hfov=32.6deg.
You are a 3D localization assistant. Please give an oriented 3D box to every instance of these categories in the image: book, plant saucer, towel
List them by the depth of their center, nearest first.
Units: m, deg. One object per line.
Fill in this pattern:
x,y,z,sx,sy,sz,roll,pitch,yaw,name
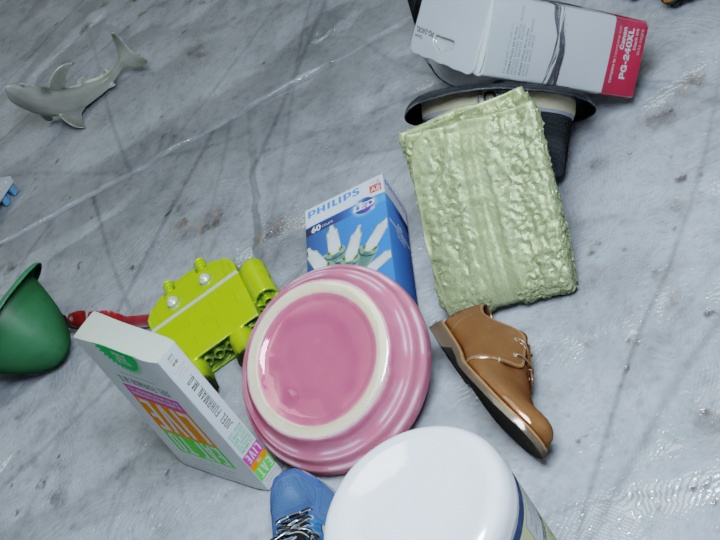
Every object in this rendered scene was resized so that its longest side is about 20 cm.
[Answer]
-0.031,0.088,1.162,0.198,0.051,0.204,-8,71,23,plant saucer
-0.169,0.124,1.168,0.133,0.201,0.048,13,57,44,book
0.124,-0.062,1.182,0.146,0.036,0.203,-16,86,22,towel

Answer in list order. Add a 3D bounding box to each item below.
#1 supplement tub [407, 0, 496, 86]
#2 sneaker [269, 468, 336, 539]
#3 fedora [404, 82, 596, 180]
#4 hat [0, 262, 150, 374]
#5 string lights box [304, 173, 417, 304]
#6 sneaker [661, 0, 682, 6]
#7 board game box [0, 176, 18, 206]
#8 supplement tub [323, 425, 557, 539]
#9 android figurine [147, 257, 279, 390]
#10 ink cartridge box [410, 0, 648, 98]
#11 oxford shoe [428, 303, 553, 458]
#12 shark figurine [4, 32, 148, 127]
0.120,-0.319,1.473,0.121,0.123,0.201,-25,40,13,supplement tub
-0.043,0.238,1.046,0.078,0.090,0.201,-30,38,5,sneaker
0.143,-0.131,1.267,0.198,0.199,0.093,-3,84,34,fedora
-0.362,0.102,1.489,0.167,0.175,0.200,-61,7,-26,hat
0.000,0.000,1.284,0.102,0.059,0.202,-25,39,16,string lights box
0.366,-0.328,1.350,0.199,0.080,0.087,14,70,54,sneaker
-0.623,-0.049,1.834,0.198,0.026,0.202,-5,48,33,board game box
0.076,0.223,0.880,0.143,0.201,0.146,-20,40,18,supplement tub
-0.173,0.057,1.374,0.181,0.041,0.201,-34,40,3,android figurine
0.173,-0.242,1.280,0.145,0.197,0.085,36,118,57,ink cartridge box
0.127,0.088,1.090,0.071,0.072,0.201,-33,37,0,oxford shoe
-0.425,-0.265,1.890,0.212,0.129,0.090,-25,62,-14,shark figurine
